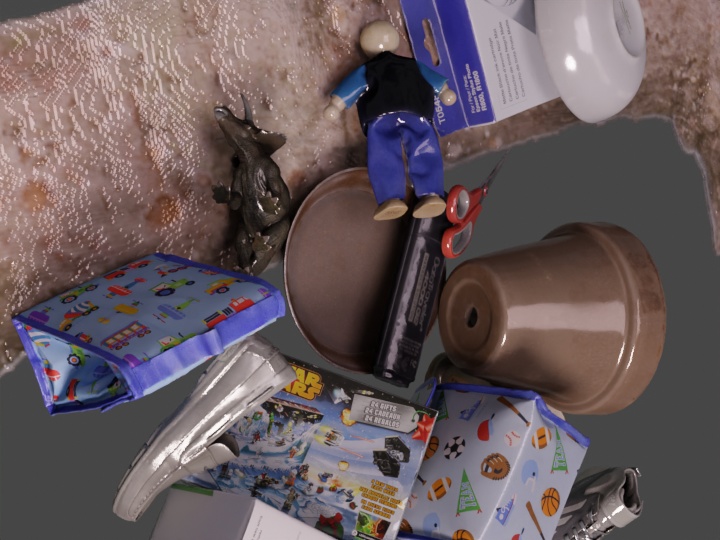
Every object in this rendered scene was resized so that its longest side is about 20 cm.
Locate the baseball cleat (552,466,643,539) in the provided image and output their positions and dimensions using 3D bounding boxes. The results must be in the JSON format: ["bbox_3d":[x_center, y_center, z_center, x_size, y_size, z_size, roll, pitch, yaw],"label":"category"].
[{"bbox_3d":[0.234,0.279,1.421,0.070,0.106,0.200,47,57,-11],"label":"baseball cleat"}]

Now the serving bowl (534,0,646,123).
[{"bbox_3d":[0.264,-0.266,1.445,0.199,0.065,0.202,17,69,-52],"label":"serving bowl"}]

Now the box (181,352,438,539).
[{"bbox_3d":[-0.045,0.158,1.183,0.198,0.040,0.138,20,75,5],"label":"box"}]

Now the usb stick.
[{"bbox_3d":[0.054,0.013,1.299,0.055,0.032,0.202,26,73,-43],"label":"usb stick"}]

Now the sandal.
[{"bbox_3d":[0.151,0.146,1.392,0.199,0.054,0.081,32,70,-32],"label":"sandal"}]

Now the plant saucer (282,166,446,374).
[{"bbox_3d":[0.000,0.000,1.296,0.199,0.032,0.202,0,89,-38],"label":"plant saucer"}]

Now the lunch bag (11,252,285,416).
[{"bbox_3d":[-0.164,0.050,1.065,0.150,0.199,0.095,-27,104,-34],"label":"lunch bag"}]

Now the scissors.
[{"bbox_3d":[0.121,-0.071,1.366,0.200,0.014,0.074,-39,132,-61],"label":"scissors"}]

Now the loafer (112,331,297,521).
[{"bbox_3d":[-0.135,0.142,1.123,0.070,0.070,0.200,40,100,-1],"label":"loafer"}]

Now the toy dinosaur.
[{"bbox_3d":[-0.089,-0.051,1.200,0.102,0.076,0.202,-56,141,-61],"label":"toy dinosaur"}]

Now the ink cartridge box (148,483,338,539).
[{"bbox_3d":[-0.070,0.269,1.166,0.199,0.146,0.085,33,69,-33],"label":"ink cartridge box"}]

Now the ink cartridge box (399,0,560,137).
[{"bbox_3d":[0.137,-0.262,1.401,0.199,0.040,0.201,-25,104,-35],"label":"ink cartridge box"}]

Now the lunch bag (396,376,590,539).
[{"bbox_3d":[0.087,0.198,1.252,0.124,0.199,0.171,42,65,-33],"label":"lunch bag"}]

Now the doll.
[{"bbox_3d":[0.029,-0.152,1.285,0.135,0.048,0.202,-4,75,-13],"label":"doll"}]

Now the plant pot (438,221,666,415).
[{"bbox_3d":[0.179,0.048,1.330,0.173,0.200,0.202,2,88,-33],"label":"plant pot"}]
